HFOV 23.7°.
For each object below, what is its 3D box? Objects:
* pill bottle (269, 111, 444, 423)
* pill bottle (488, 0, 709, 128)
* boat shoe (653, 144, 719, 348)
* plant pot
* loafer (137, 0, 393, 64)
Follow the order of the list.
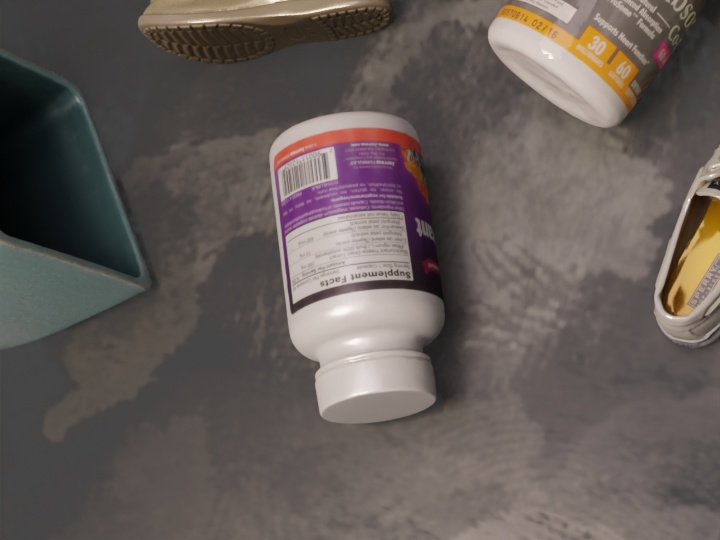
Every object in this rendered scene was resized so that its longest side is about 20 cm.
[{"bbox_3d":[0.000,0.000,1.206,0.111,0.111,0.201,-13,71,16],"label":"pill bottle"},{"bbox_3d":[0.188,-0.210,1.197,0.116,0.116,0.200,35,89,25],"label":"pill bottle"},{"bbox_3d":[0.252,-0.046,1.149,0.071,0.070,0.201,28,86,25],"label":"boat shoe"},{"bbox_3d":[-0.314,-0.037,1.296,0.200,0.196,0.197,-32,66,19],"label":"plant pot"},{"bbox_3d":[-0.073,-0.208,1.319,0.199,0.076,0.069,-5,71,9],"label":"loafer"}]
